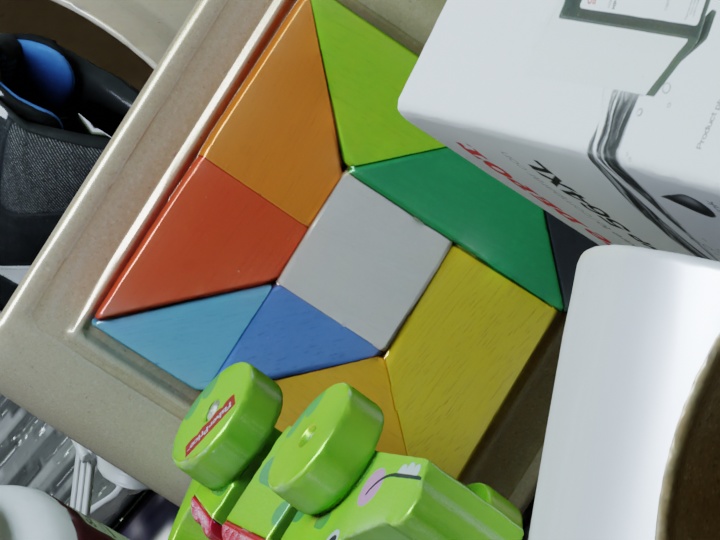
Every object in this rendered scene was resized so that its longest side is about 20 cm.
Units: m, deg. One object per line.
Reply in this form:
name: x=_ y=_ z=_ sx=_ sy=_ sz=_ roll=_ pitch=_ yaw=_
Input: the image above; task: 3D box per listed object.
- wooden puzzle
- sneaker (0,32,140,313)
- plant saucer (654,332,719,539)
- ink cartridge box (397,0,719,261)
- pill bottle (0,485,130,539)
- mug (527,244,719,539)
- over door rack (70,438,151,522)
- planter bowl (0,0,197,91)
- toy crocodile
wooden puzzle: x=0.000 y=0.000 z=0.898 sx=0.201 sy=0.184 sz=0.037 roll=-57 pitch=9 yaw=2
sneaker: x=-0.148 y=-0.038 z=0.955 sx=0.198 sy=0.112 sz=0.073 roll=8 pitch=40 yaw=9
plant saucer: x=0.167 y=0.067 z=0.642 sx=0.201 sy=0.200 sz=0.035 roll=-55 pitch=1 yaw=2
ink cartridge box: x=0.128 y=-0.036 z=0.790 sx=0.200 sy=0.146 sz=0.085 roll=18 pitch=80 yaw=57
pill bottle: x=-0.098 y=0.140 z=0.886 sx=0.114 sy=0.200 sz=0.115 roll=-33 pitch=40 yaw=32
mug: x=0.112 y=0.095 z=0.742 sx=0.148 sy=0.186 sz=0.154 roll=16 pitch=83 yaw=23
over door rack: x=-0.123 y=0.069 z=1.032 sx=0.200 sy=0.066 sz=0.149 roll=44 pitch=134 yaw=40
planter bowl: x=-0.063 y=-0.062 z=1.047 sx=0.200 sy=0.201 sz=0.135 roll=-8 pitch=30 yaw=50
toy crocodile: x=-0.011 y=0.073 z=0.804 sx=0.062 sy=0.067 sz=0.200 roll=-57 pitch=21 yaw=-12
